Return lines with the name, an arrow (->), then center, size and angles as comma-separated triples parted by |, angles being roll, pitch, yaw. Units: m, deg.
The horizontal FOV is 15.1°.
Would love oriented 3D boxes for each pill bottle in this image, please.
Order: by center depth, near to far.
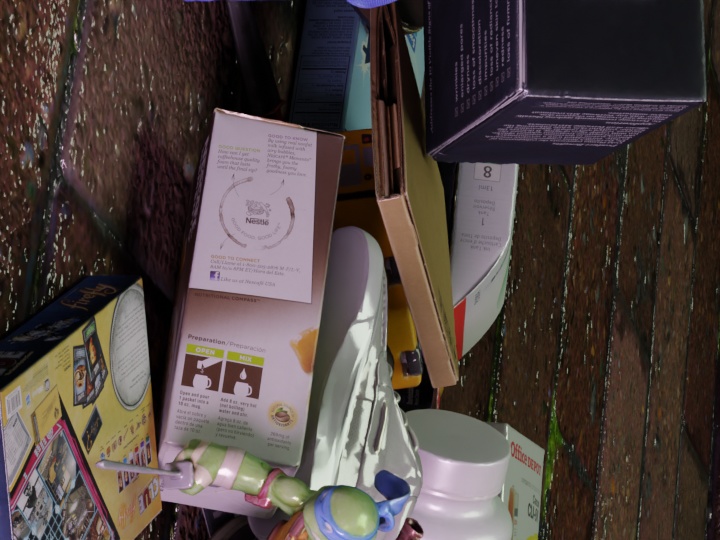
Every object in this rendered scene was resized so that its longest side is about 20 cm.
pill bottle -> 0.041, 0.202, 1.848 | 0.111, 0.110, 0.201 | -47, 152, -67

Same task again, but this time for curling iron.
curling iron -> -0.059, -0.094, 1.717 | 0.050, 0.025, 0.201 | -83, 167, -58

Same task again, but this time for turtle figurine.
turtle figurine -> -0.077, 0.172, 1.434 | 0.199, 0.144, 0.194 | -33, 162, -31

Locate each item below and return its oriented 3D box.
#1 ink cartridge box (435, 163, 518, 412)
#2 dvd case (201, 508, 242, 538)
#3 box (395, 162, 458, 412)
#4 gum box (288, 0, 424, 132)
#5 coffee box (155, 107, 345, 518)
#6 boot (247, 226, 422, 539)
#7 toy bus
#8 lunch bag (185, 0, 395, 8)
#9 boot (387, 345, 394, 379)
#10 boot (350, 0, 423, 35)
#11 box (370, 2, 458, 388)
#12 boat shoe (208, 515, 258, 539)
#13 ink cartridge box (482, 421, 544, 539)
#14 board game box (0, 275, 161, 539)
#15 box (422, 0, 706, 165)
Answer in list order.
ink cartridge box -> 0.083, 0.023, 1.952 | 0.161, 0.050, 0.202 | 86, 8, -73
dvd case -> -0.056, 0.165, 1.749 | 0.151, 0.025, 0.201 | -70, 154, -49
box -> 0.045, 0.017, 1.997 | 0.200, 0.036, 0.144 | 87, 10, -69
gum box -> 0.001, -0.127, 1.898 | 0.170, 0.044, 0.202 | 59, 36, -62
coffee box -> -0.066, 0.026, 1.547 | 0.114, 0.079, 0.202 | 119, -20, -68
boot -> -0.004, 0.082, 1.624 | 0.095, 0.073, 0.202 | 27, 70, -41
toy bus -> 0.000, 0.000, 1.802 | 0.201, 0.065, 0.079 | 79, 4, -53
lunch bag -> -0.027, -0.237, 1.517 | 0.170, 0.198, 0.125 | 68, 27, -55
boot -> -0.046, 0.061, 1.665 | 0.200, 0.070, 0.147 | 51, 45, -26
boot -> 0.012, -0.226, 1.767 | 0.200, 0.096, 0.075 | 38, 54, -45
box -> 0.033, -0.049, 1.715 | 0.201, 0.021, 0.164 | 72, 12, -52
boat shoe -> -0.080, 0.221, 1.578 | 0.200, 0.064, 0.072 | -59, 150, -51
ink cartridge box -> 0.088, 0.226, 2.148 | 0.145, 0.083, 0.202 | 38, 54, -70
board game box -> -0.155, 0.094, 1.384 | 0.200, 0.034, 0.137 | -44, 133, -68
box -> 0.119, -0.180, 1.656 | 0.197, 0.123, 0.202 | 153, -63, -72
